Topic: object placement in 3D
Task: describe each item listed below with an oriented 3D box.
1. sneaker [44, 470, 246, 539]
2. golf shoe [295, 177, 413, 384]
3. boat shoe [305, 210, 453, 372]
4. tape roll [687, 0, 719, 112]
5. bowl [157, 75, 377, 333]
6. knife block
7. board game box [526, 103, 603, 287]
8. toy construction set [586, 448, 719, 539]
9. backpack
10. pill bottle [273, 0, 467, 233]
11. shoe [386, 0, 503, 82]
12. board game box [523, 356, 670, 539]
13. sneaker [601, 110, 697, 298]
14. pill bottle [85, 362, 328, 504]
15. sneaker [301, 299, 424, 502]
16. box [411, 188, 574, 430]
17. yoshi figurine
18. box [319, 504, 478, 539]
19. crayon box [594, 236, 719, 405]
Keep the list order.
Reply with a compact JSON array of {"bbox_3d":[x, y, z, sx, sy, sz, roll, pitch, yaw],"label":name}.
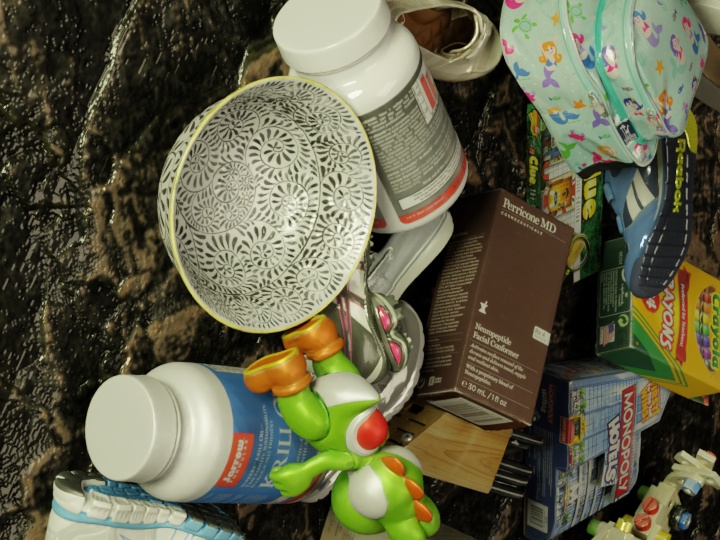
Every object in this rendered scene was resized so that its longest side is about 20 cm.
[{"bbox_3d":[-0.182,0.221,1.506,0.199,0.075,0.087,17,100,-43],"label":"sneaker"},{"bbox_3d":[-0.030,0.003,1.538,0.088,0.077,0.201,-22,88,-22],"label":"golf shoe"},{"bbox_3d":[0.001,0.000,1.626,0.201,0.070,0.072,-50,118,-23],"label":"boat shoe"},{"bbox_3d":[0.384,-0.216,1.856,0.037,0.202,0.203,-55,137,-17],"label":"tape roll"},{"bbox_3d":[-0.092,-0.059,1.462,0.200,0.094,0.202,-12,110,-38],"label":"bowl"},{"bbox_3d":[0.092,0.182,1.788,0.200,0.064,0.177,-36,127,-34],"label":"knife block"},{"bbox_3d":[0.205,-0.080,1.847,0.104,0.023,0.202,-25,122,-43],"label":"board game box"},{"bbox_3d":[0.322,0.279,2.060,0.200,0.092,0.131,-43,142,-12],"label":"toy construction set"},{"bbox_3d":[0.222,-0.207,1.711,0.200,0.150,0.178,47,48,-28],"label":"backpack"},{"bbox_3d":[0.008,-0.137,1.534,0.116,0.115,0.201,-48,135,-24],"label":"pill bottle"},{"bbox_3d":[0.069,-0.205,1.624,0.199,0.053,0.070,9,98,-49],"label":"shoe"},{"bbox_3d":[0.260,0.170,1.972,0.199,0.061,0.202,-22,119,-41],"label":"board game box"},{"bbox_3d":[0.290,-0.072,1.879,0.074,0.082,0.202,10,87,-48],"label":"sneaker"},{"bbox_3d":[-0.122,0.133,1.496,0.199,0.112,0.113,8,99,-49],"label":"pill bottle"},{"bbox_3d":[-0.013,0.107,1.634,0.201,0.074,0.082,-58,139,-14],"label":"sneaker"},{"bbox_3d":[0.124,0.037,1.709,0.100,0.075,0.201,25,68,-31],"label":"box"},{"bbox_3d":[-0.016,0.142,1.485,0.112,0.112,0.201,-33,100,5],"label":"yoshi figurine"},{"bbox_3d":[0.063,0.275,1.686,0.095,0.199,0.078,15,94,-49],"label":"box"},{"bbox_3d":[0.330,0.055,1.957,0.199,0.051,0.128,24,61,-41],"label":"crayon box"}]
